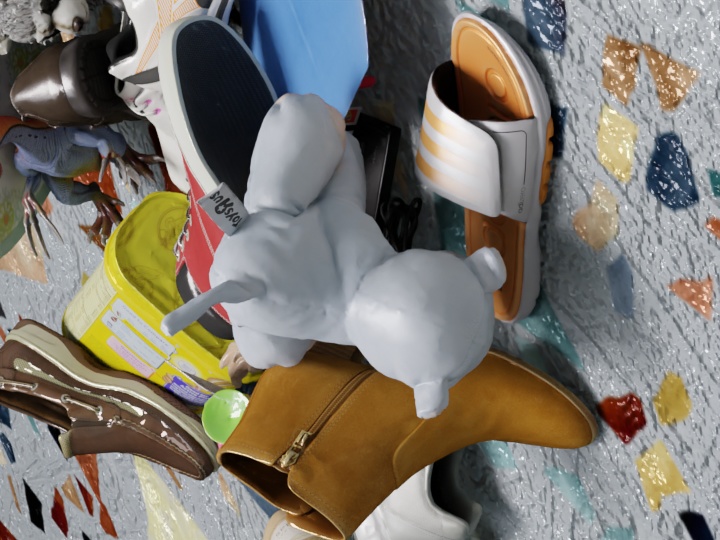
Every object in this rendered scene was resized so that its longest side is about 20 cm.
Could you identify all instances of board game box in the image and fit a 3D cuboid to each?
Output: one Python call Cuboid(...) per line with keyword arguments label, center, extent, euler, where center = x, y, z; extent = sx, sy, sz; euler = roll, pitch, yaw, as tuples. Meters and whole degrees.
Cuboid(label="board game box", center=(-0.022, -0.156, 1.399), extent=(0.200, 0.039, 0.159), euler=(118, 137, -56))

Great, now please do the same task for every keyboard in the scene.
Cuboid(label="keyboard", center=(0.000, 0.000, 1.462), extent=(0.104, 0.039, 0.201), euler=(28, 114, 45))

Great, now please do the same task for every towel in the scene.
Cuboid(label="towel", center=(-0.269, -0.126, 1.676), extent=(0.048, 0.200, 0.172), euler=(-1, 127, 19))

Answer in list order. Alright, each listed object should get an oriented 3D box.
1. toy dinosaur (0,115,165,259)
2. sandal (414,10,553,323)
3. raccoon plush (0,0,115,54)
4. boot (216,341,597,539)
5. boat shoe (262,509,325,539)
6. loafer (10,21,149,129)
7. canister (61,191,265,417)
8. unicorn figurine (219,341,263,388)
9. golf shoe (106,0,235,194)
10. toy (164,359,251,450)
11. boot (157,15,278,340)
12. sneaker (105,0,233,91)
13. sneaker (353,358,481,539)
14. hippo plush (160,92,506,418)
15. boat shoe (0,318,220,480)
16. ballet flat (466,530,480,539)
Cuboid(label="toy dinosaur", center=(-0.232, -0.080, 1.656), extent=(0.181, 0.105, 0.200), euler=(33, -167, -48))
Cuboid(label="sandal", center=(0.067, -0.047, 1.314), extent=(0.079, 0.059, 0.208), euler=(35, 140, 44))
Cuboid(label="raccoon plush", center=(-0.242, -0.224, 1.633), extent=(0.200, 0.134, 0.097), euler=(30, 139, 48))
Cuboid(label="boot", center=(0.027, 0.108, 1.358), extent=(0.200, 0.144, 0.071), euler=(20, 145, 16))
Cuboid(label="boat shoe", center=(-0.040, 0.267, 1.765), extent=(0.069, 0.073, 0.201), euler=(-129, 29, -48))
Cuboid(label="loafer", center=(-0.195, -0.137, 1.603), extent=(0.200, 0.071, 0.074), euler=(-11, -89, -78))
Cuboid(label="canister", center=(-0.140, 0.036, 1.694), extent=(0.148, 0.087, 0.200), euler=(41, 154, -4))
Cuboid(label="unicorn figurine", center=(-0.067, -0.031, 1.548), extent=(0.137, 0.074, 0.201), euler=(-24, 82, 54))
Cuboid(label="golf shoe", center=(-0.135, -0.131, 1.572), extent=(0.073, 0.092, 0.201), euler=(36, 143, 39))
Cuboid(label="toy", center=(-0.065, 0.120, 1.559), extent=(0.115, 0.047, 0.200), euler=(32, 176, 19))
Cuboid(label="boot", center=(-0.100, -0.055, 1.461), extent=(0.144, 0.072, 0.201), euler=(-21, 90, 60))
Cuboid(label="sneaker", center=(-0.113, -0.197, 1.444), extent=(0.074, 0.079, 0.201), euler=(-105, 26, -59))
Cuboid(label="sneaker", center=(0.030, 0.093, 1.507), extent=(0.092, 0.076, 0.201), euler=(-19, 87, 36))
Cuboid(label="hippo plush", center=(0.007, -0.008, 1.292), extent=(0.160, 0.160, 0.200), euler=(16, 175, 13))
Cuboid(label="boat shoe", center=(-0.199, 0.116, 1.720), extent=(0.202, 0.075, 0.075), euler=(26, 154, 23))
Cuboid(label="ballet flat", center=(0.061, 0.247, 1.583), extent=(0.072, 0.071, 0.201), euler=(50, 147, 27))
